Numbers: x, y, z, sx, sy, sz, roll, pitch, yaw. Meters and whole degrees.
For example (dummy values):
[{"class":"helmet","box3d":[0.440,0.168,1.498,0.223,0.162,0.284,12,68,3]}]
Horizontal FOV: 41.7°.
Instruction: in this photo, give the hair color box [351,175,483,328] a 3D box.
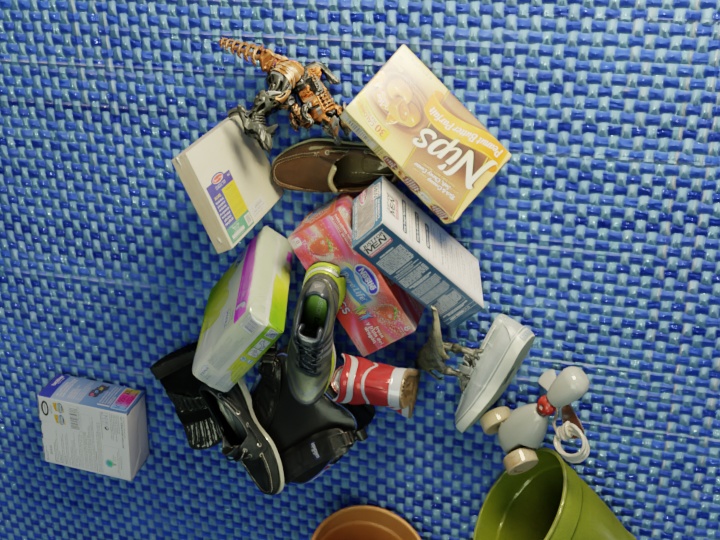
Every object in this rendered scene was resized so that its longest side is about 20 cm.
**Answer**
[{"class":"hair color box","box3d":[0.076,-0.022,1.250,0.060,0.101,0.199,-36,121,27]}]

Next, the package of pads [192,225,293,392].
[{"class":"package of pads","box3d":[-0.165,0.055,1.334,0.068,0.202,0.155,32,121,-20]}]

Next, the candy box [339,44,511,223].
[{"class":"candy box","box3d":[0.083,-0.172,1.208,0.200,0.055,0.116,44,83,-7]}]

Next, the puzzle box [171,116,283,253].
[{"class":"puzzle box","box3d":[-0.171,-0.123,1.254,0.025,0.200,0.135,-17,108,23]}]

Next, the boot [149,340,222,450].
[{"class":"boot","box3d":[-0.220,0.185,1.478,0.209,0.079,0.160,-22,100,35]}]

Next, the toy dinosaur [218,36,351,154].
[{"class":"toy dinosaur","box3d":[-0.104,-0.232,1.255,0.199,0.102,0.136,38,88,16]}]

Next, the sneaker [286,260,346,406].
[{"class":"sneaker","box3d":[-0.069,0.093,1.266,0.072,0.081,0.204,10,110,9]}]

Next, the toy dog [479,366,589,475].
[{"class":"toy dog","box3d":[0.264,0.210,1.338,0.199,0.095,0.135,-25,71,47]}]

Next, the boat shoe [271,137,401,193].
[{"class":"boat shoe","box3d":[-0.035,-0.138,1.277,0.198,0.075,0.076,-5,113,19]}]

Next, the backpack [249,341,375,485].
[{"class":"backpack","box3d":[-0.087,0.213,1.413,0.200,0.154,0.191,46,117,11]}]

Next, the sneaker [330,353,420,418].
[{"class":"sneaker","box3d":[0.022,0.164,1.342,0.110,0.200,0.073,8,78,12]}]

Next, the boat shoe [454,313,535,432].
[{"class":"boat shoe","box3d":[0.178,0.145,1.359,0.071,0.070,0.203,40,125,21]}]

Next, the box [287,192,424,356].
[{"class":"box","box3d":[0.000,0.000,1.317,0.094,0.103,0.202,-27,103,25]}]

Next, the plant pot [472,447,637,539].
[{"class":"plant pot","box3d":[0.298,0.397,1.378,0.191,0.202,0.201,35,120,-16]}]

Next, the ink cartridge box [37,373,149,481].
[{"class":"ink cartridge box","box3d":[-0.461,0.258,1.588,0.196,0.077,0.139,9,116,11]}]

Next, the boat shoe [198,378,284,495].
[{"class":"boat shoe","box3d":[-0.175,0.240,1.357,0.074,0.066,0.203,-14,99,43]}]

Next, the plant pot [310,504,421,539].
[{"class":"plant pot","box3d":[0.003,0.501,1.511,0.196,0.202,0.142,20,135,6]}]

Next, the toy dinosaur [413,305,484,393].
[{"class":"toy dinosaur","box3d":[0.119,0.118,1.305,0.087,0.048,0.201,29,155,10]}]
